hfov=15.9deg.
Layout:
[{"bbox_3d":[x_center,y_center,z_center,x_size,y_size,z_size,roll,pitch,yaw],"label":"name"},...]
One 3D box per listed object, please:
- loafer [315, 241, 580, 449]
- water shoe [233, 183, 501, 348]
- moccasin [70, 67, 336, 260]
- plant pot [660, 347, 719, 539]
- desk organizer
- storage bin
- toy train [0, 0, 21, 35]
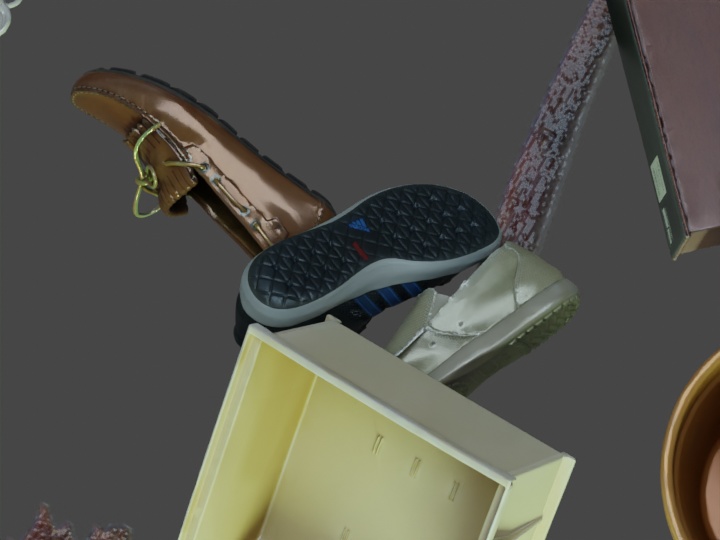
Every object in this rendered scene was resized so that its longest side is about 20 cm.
[{"bbox_3d":[0.050,0.052,1.706,0.200,0.076,0.068,-33,69,-1],"label":"loafer"},{"bbox_3d":[0.000,0.000,1.718,0.200,0.079,0.072,-17,61,-29],"label":"water shoe"},{"bbox_3d":[-0.114,-0.063,1.739,0.201,0.074,0.078,38,74,-1],"label":"moccasin"},{"bbox_3d":[0.287,0.139,1.643,0.200,0.140,0.200,-1,78,3],"label":"plant pot"},{"bbox_3d":[0.226,-0.117,1.734,0.077,0.072,0.200,-12,78,-3],"label":"desk organizer"},{"bbox_3d":[0.002,0.159,1.613,0.200,0.094,0.199,29,112,25],"label":"storage bin"},{"bbox_3d":[-0.295,-0.240,1.789,0.200,0.056,0.150,36,83,12],"label":"toy train"}]
